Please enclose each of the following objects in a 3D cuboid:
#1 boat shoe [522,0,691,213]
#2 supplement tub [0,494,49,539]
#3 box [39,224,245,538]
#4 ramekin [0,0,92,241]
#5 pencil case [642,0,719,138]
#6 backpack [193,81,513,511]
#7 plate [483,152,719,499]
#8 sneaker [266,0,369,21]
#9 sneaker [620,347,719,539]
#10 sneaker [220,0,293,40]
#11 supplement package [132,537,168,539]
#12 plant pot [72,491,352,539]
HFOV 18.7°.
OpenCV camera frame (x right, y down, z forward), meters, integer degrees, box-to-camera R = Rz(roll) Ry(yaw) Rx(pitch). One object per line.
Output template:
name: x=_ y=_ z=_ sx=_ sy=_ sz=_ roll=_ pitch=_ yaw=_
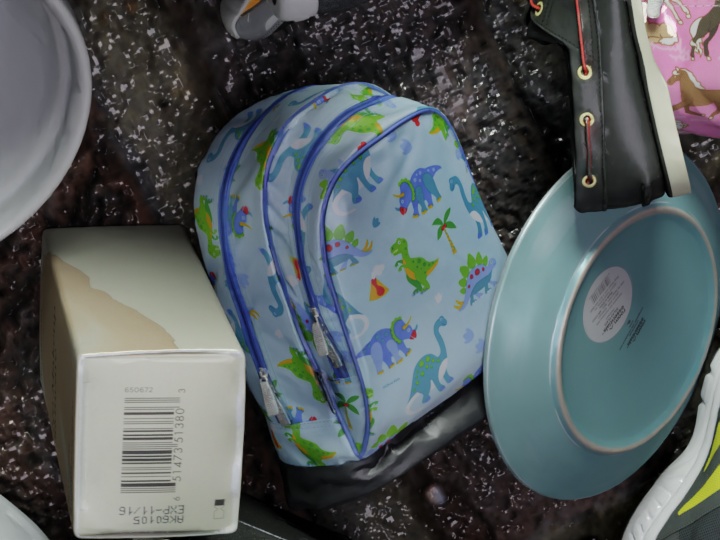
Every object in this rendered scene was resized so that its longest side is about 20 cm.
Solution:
boat shoe: x=0.111 y=-0.128 z=1.074 sx=0.063 sy=0.074 sz=0.202 roll=-12 pitch=96 yaw=6
supplement tub: x=-0.254 y=0.202 z=1.125 sx=0.122 sy=0.123 sz=0.200 roll=31 pitch=98 yaw=-20
box: x=-0.111 y=0.049 z=1.069 sx=0.078 sy=0.200 sz=0.095 roll=-1 pitch=106 yaw=-13
ramekin: x=-0.234 y=-0.099 z=1.016 sx=0.200 sy=0.105 sz=0.200 roll=-14 pitch=134 yaw=-15
pencil case: x=0.224 y=-0.109 z=1.106 sx=0.086 sy=0.200 sz=0.083 roll=19 pitch=77 yaw=-59
backpack: x=0.000 y=0.000 z=1.116 sx=0.163 sy=0.154 sz=0.200 roll=-31 pitch=97 yaw=-30
plate: x=0.140 y=0.029 z=1.161 sx=0.200 sy=0.026 sz=0.201 roll=-19 pitch=118 yaw=-41
sneaker: x=0.003 y=-0.206 z=0.876 sx=0.112 sy=0.073 sz=0.200 roll=-13 pitch=118 yaw=-12
sneaker: x=0.226 y=0.110 z=1.219 sx=0.074 sy=0.085 sz=0.200 roll=13 pitch=109 yaw=-38
sneaker: x=0.019 y=-0.170 z=1.099 sx=0.200 sy=0.078 sz=0.077 roll=-34 pitch=116 yaw=-2
supplement package: x=-0.087 y=0.236 z=0.979 sx=0.117 sy=0.117 sz=0.200 roll=33 pitch=75 yaw=-18
plant pot: x=-0.076 y=0.211 z=1.142 sx=0.200 sy=0.199 sz=0.178 roll=24 pitch=89 yaw=-19
